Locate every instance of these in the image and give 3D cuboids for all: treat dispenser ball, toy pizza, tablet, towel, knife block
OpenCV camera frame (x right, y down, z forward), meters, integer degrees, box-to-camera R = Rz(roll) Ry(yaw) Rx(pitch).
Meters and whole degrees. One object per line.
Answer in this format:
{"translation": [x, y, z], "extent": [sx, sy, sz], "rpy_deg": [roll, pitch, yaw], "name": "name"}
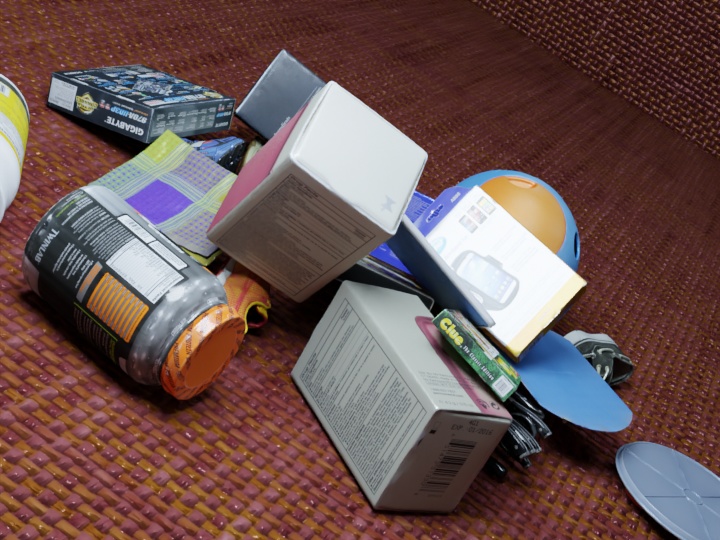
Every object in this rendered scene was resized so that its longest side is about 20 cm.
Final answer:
{"translation": [0.182, -0.028, 1.686], "extent": [0.199, 0.202, 0.201], "rpy_deg": [25, 24, -12], "name": "treat dispenser ball"}
{"translation": [0.379, 0.274, 1.527], "extent": [0.198, 0.032, 0.201], "rpy_deg": [24, 23, -11], "name": "toy pizza"}
{"translation": [0.067, -0.013, 1.450], "extent": [0.200, 0.014, 0.130], "rpy_deg": [50, -12, -7], "name": "tablet"}
{"translation": [-0.197, -0.082, 1.474], "extent": [0.199, 0.023, 0.143], "rpy_deg": [33, 52, 27], "name": "towel"}
{"translation": [0.107, 0.141, 1.431], "extent": [0.198, 0.064, 0.176], "rpy_deg": [24, 23, -14], "name": "knife block"}

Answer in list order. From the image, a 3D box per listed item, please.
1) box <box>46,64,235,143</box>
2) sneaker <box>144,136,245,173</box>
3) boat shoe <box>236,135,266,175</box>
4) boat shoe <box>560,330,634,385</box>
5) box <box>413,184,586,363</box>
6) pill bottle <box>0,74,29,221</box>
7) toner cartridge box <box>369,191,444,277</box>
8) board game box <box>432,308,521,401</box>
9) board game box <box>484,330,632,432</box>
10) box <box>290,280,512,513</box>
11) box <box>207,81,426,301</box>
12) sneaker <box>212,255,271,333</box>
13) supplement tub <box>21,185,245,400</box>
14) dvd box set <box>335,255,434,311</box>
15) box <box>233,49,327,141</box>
{"translation": [-0.277, -0.217, 1.677], "extent": [0.158, 0.047, 0.200], "rpy_deg": [21, 19, 20], "name": "box"}
{"translation": [-0.206, -0.138, 1.619], "extent": [0.078, 0.076, 0.200], "rpy_deg": [32, 21, 13], "name": "sneaker"}
{"translation": [-0.125, -0.121, 1.676], "extent": [0.064, 0.074, 0.200], "rpy_deg": [21, 24, -6], "name": "boat shoe"}
{"translation": [0.296, 0.121, 1.688], "extent": [0.064, 0.071, 0.199], "rpy_deg": [41, 24, 27], "name": "boat shoe"}
{"translation": [0.150, -0.004, 1.516], "extent": [0.200, 0.119, 0.042], "rpy_deg": [44, -6, 20], "name": "box"}
{"translation": [-0.391, -0.114, 1.296], "extent": [0.113, 0.115, 0.201], "rpy_deg": [21, 25, -20], "name": "pill bottle"}
{"translation": [0.111, -0.022, 1.577], "extent": [0.198, 0.096, 0.043], "rpy_deg": [27, -1, 15], "name": "toner cartridge box"}
{"translation": [0.122, 0.084, 1.347], "extent": [0.105, 0.023, 0.200], "rpy_deg": [50, 5, 6], "name": "board game box"}
{"translation": [0.223, 0.134, 1.541], "extent": [0.157, 0.039, 0.200], "rpy_deg": [7, 33, -40], "name": "board game box"}
{"translation": [0.037, 0.125, 1.302], "extent": [0.108, 0.129, 0.200], "rpy_deg": [12, 30, -39], "name": "box"}
{"translation": [-0.046, -0.074, 1.320], "extent": [0.127, 0.200, 0.110], "rpy_deg": [36, 55, -15], "name": "box"}
{"translation": [-0.128, 0.024, 1.408], "extent": [0.077, 0.073, 0.200], "rpy_deg": [43, 29, -8], "name": "sneaker"}
{"translation": [-0.210, 0.023, 1.226], "extent": [0.199, 0.123, 0.122], "rpy_deg": [38, 25, 18], "name": "supplement tub"}
{"translation": [0.000, 0.000, 1.548], "extent": [0.145, 0.030, 0.200], "rpy_deg": [26, 4, -13], "name": "dvd box set"}
{"translation": [-0.062, -0.189, 1.753], "extent": [0.199, 0.107, 0.148], "rpy_deg": [38, 1, -9], "name": "box"}
